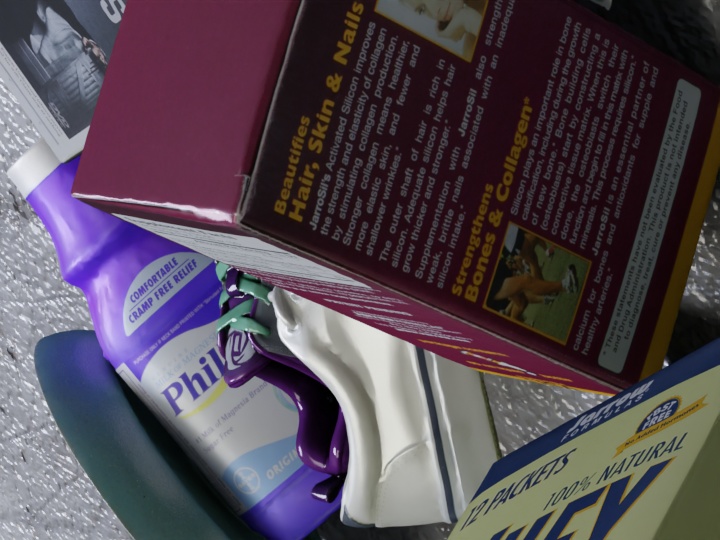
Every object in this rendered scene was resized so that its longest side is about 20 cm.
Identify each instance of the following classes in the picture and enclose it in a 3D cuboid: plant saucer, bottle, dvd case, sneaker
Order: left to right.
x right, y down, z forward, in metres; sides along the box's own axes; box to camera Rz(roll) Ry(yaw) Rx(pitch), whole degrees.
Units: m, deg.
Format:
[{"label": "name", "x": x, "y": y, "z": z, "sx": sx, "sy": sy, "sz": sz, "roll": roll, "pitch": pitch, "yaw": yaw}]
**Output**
[{"label": "dvd case", "x": -0.111, "y": -0.122, "z": 0.993, "sx": 0.151, "sy": 0.025, "sz": 0.200, "roll": 55, "pitch": 156, "yaw": -6}, {"label": "bottle", "x": -0.068, "y": 0.020, "z": 1.193, "sx": 0.200, "sy": 0.083, "sz": 0.065, "roll": 50, "pitch": -177, "yaw": -1}, {"label": "plant saucer", "x": -0.067, "y": 0.098, "z": 1.238, "sx": 0.200, "sy": 0.027, "sz": 0.200, "roll": 49, "pitch": -172, "yaw": -9}, {"label": "sneaker", "x": -0.035, "y": -0.008, "z": 1.116, "sx": 0.201, "sy": 0.087, "sz": 0.074, "roll": 56, "pitch": 148, "yaw": -12}, {"label": "sneaker", "x": 0.000, "y": 0.000, "z": 1.004, "sx": 0.073, "sy": 0.070, "sz": 0.202, "roll": -95, "pitch": -8, "yaw": -82}]

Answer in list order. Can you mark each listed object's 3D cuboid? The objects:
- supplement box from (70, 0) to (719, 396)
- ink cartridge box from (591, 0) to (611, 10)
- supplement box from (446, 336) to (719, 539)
[{"label": "supplement box", "x": 0.018, "y": -0.040, "z": 0.897, "sx": 0.085, "sy": 0.111, "sz": 0.199, "roll": 8, "pitch": 169, "yaw": 47}, {"label": "ink cartridge box", "x": 0.015, "y": -0.189, "z": 0.895, "sx": 0.199, "sy": 0.048, "sz": 0.146, "roll": 30, "pitch": 145, "yaw": 22}, {"label": "supplement box", "x": 0.103, "y": 0.163, "z": 0.782, "sx": 0.200, "sy": 0.200, "sz": 0.134, "roll": 46, "pitch": 137, "yaw": -11}]
